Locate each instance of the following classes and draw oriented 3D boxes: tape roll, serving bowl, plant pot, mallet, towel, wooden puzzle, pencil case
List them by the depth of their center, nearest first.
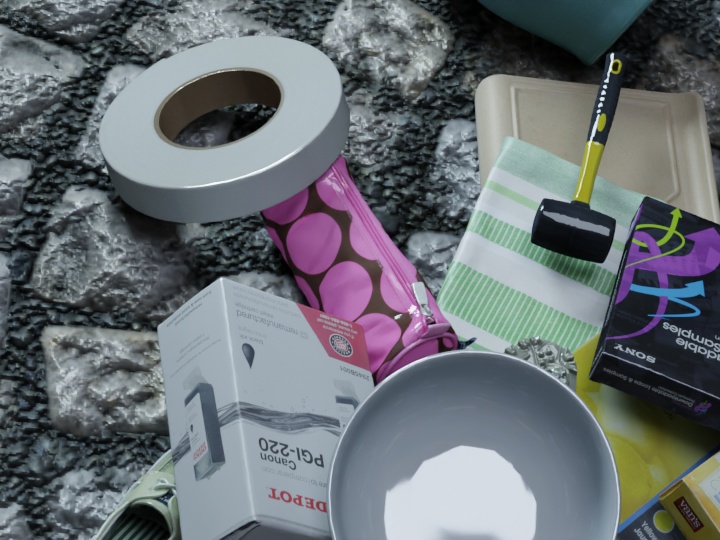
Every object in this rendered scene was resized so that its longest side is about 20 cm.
[{"bbox_3d":[0.075,0.158,1.452,0.198,0.066,0.202,0,77,-1],"label":"serving bowl"},{"bbox_3d":[0.000,0.000,1.647,0.090,0.094,0.201,-21,62,-28],"label":"pencil case"},{"bbox_3d":[-0.108,-0.115,1.684,0.201,0.037,0.204,-9,40,8],"label":"tape roll"},{"bbox_3d":[0.150,0.003,1.701,0.152,0.023,0.201,24,65,3],"label":"towel"},{"bbox_3d":[0.179,-0.097,1.725,0.065,0.041,0.201,9,59,0],"label":"mallet"},{"bbox_3d":[0.198,-0.079,1.793,0.198,0.037,0.186,2,55,-6],"label":"wooden puzzle"},{"bbox_3d":[0.178,-0.288,1.848,0.188,0.200,0.200,43,55,-1],"label":"plant pot"}]

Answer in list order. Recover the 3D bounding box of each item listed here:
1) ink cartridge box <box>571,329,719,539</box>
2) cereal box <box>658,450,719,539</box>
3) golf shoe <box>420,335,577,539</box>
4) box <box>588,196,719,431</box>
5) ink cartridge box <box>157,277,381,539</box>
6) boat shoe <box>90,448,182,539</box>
[{"bbox_3d":[0.229,0.135,1.619,0.199,0.047,0.198,-34,80,-29],"label":"ink cartridge box"},{"bbox_3d":[0.331,0.178,1.592,0.199,0.040,0.144,-27,78,-39],"label":"cereal box"},{"bbox_3d":[0.091,0.142,1.539,0.078,0.097,0.201,28,78,7],"label":"golf shoe"},{"bbox_3d":[0.262,0.036,1.632,0.142,0.036,0.201,21,43,1],"label":"box"},{"bbox_3d":[-0.059,0.123,1.518,0.145,0.085,0.201,19,48,-38],"label":"ink cartridge box"},{"bbox_3d":[-0.141,0.181,1.501,0.072,0.062,0.200,31,52,9],"label":"boat shoe"}]
